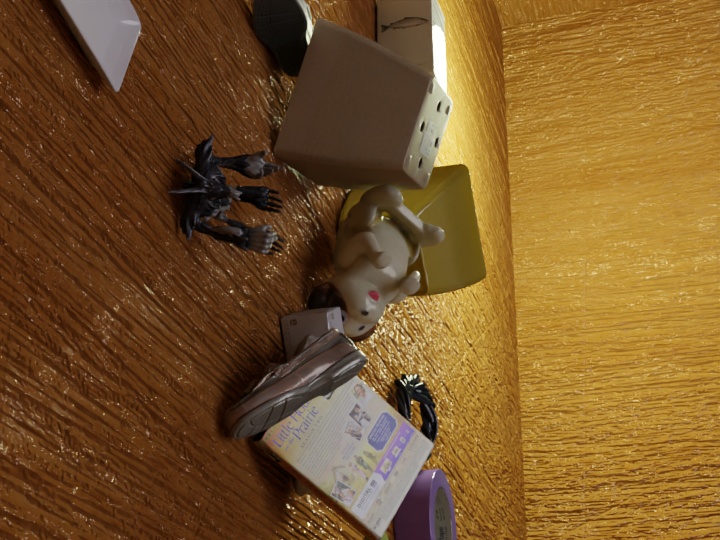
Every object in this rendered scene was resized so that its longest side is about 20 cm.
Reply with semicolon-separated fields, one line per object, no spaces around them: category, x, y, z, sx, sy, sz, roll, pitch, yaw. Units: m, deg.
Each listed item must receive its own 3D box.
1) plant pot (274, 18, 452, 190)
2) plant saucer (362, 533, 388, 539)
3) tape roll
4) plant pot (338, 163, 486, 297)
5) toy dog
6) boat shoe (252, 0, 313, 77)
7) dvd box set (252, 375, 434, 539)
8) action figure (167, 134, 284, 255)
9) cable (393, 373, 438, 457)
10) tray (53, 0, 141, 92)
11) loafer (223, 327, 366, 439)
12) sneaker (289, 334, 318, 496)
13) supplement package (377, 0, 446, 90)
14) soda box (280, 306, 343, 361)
plant pot;0.019;-0.214;1.527;0.200;0.176;0.201;27;80;-71
plant saucer;-0.004;0.416;1.365;0.200;0.031;0.201;22;90;-89
tape roll;0.116;0.451;1.886;0.200;0.065;0.201;-7;90;-75
plant pot;0.070;-0.046;1.750;0.176;0.199;0.201;-38;119;-58
toy dog;0.000;0.000;1.553;0.140;0.193;0.201;47;52;-37
boat shoe;-0.101;-0.342;1.482;0.202;0.074;0.065;56;24;-65
dvd box set;-0.018;0.211;1.319;0.200;0.029;0.147;42;61;-16
action figure;-0.135;-0.079;1.196;0.200;0.102;0.119;28;68;-72
cable;0.095;0.265;1.943;0.200;0.051;0.164;-12;90;-71
tray;-0.261;-0.268;0.980;0.200;0.022;0.108;65;23;-46
loafer;-0.083;0.129;1.252;0.200;0.072;0.063;-25;67;-36
sneaker;-0.043;0.182;1.372;0.078;0.099;0.201;164;-75;-79
supplement package;0.101;-0.439;2.130;0.117;0.116;0.201;51;35;-61
soda box;-0.052;0.152;1.432;0.064;0.068;0.201;-22;104;-74
